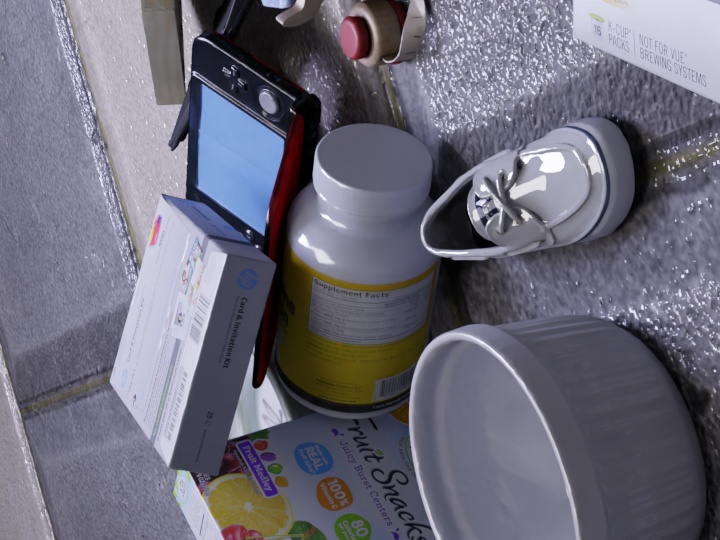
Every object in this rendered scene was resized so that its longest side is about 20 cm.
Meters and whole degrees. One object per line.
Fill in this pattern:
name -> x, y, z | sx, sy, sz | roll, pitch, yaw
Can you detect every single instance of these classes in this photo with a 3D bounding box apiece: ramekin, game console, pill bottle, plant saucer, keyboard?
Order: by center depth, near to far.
ramekin -> 0.123, 0.122, 1.165 | 0.200, 0.105, 0.200 | 42, 139, 51
pill bottle -> 0.000, 0.000, 1.346 | 0.112, 0.112, 0.200 | 52, 146, 41
game console -> -0.097, -0.045, 1.419 | 0.172, 0.119, 0.200 | 35, 142, 22
keyboard -> -0.110, -0.185, 1.522 | 0.200, 0.021, 0.127 | 130, 158, -60
plant saucer -> -0.068, 0.136, 1.537 | 0.200, 0.050, 0.200 | 42, 139, 51

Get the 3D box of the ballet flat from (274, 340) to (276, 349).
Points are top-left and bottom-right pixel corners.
ballet flat -> -0.044, 0.049, 1.546 | 0.065, 0.071, 0.200 | 52, 162, -12

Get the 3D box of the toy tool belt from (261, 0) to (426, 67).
toy tool belt -> -0.039, -0.228, 1.288 | 0.125, 0.123, 0.200 | 17, 119, 62

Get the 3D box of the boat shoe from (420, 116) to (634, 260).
boat shoe -> 0.099, -0.039, 1.170 | 0.200, 0.065, 0.074 | -37, 70, 64

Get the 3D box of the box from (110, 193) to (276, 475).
box -> -0.125, 0.041, 1.371 | 0.200, 0.041, 0.156 | -146, 70, -66

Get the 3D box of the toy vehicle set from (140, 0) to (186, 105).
toy vehicle set -> -0.163, -0.228, 1.557 | 0.200, 0.026, 0.124 | 99, 167, -74

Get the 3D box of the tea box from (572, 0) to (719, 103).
tea box -> 0.197, -0.176, 0.804 | 0.200, 0.134, 0.197 | 37, 137, 53

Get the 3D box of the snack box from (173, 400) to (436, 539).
snack box -> -0.015, 0.170, 1.367 | 0.142, 0.200, 0.053 | 58, 151, 33
